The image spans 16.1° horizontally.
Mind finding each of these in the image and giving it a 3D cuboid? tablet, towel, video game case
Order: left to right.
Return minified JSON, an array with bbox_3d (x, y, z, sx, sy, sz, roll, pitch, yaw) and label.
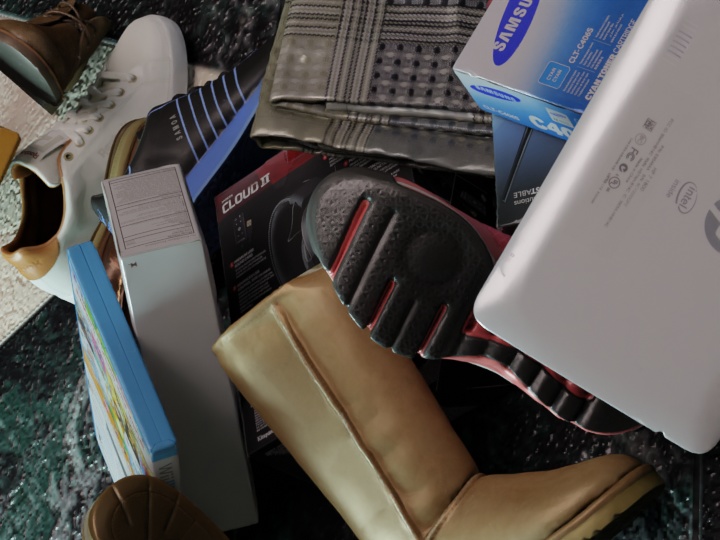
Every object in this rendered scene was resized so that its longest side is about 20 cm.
[{"bbox_3d":[-0.129,0.096,1.451,0.018,0.200,0.143,-18,57,-12],"label":"video game case"},{"bbox_3d":[0.049,-0.144,1.415,0.192,0.035,0.201,8,65,9],"label":"towel"},{"bbox_3d":[0.153,-0.031,1.160,0.130,0.014,0.200,31,100,7],"label":"tablet"}]

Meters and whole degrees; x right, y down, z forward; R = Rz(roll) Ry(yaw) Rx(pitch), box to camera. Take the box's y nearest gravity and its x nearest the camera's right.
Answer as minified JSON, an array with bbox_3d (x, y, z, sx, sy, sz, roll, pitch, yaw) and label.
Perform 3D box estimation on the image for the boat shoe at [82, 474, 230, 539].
[{"bbox_3d":[-0.073,0.192,1.370,0.074,0.200,0.066,-41,4,-25],"label":"boat shoe"}]

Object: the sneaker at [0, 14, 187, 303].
[{"bbox_3d":[-0.175,-0.084,1.662,0.073,0.085,0.201,4,72,48],"label":"sneaker"}]

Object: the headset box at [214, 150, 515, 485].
[{"bbox_3d":[0.000,0.000,1.446,0.149,0.077,0.201,-32,49,29],"label":"headset box"}]

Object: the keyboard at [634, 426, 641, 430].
[{"bbox_3d":[0.148,-0.013,1.352,0.056,0.011,0.201,-29,51,32],"label":"keyboard"}]

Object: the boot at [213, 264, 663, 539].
[{"bbox_3d":[0.034,0.077,1.300,0.175,0.066,0.200,-37,79,25],"label":"boot"}]

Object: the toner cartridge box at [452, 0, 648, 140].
[{"bbox_3d":[0.138,-0.159,1.277,0.095,0.043,0.200,22,75,35],"label":"toner cartridge box"}]

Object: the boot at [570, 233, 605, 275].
[{"bbox_3d":[0.213,-0.034,1.190,0.200,0.175,0.066,-44,23,24],"label":"boot"}]

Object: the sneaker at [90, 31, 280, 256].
[{"bbox_3d":[-0.083,-0.093,1.544,0.078,0.070,0.200,28,71,31],"label":"sneaker"}]

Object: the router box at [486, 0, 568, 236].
[{"bbox_3d":[0.164,-0.092,1.293,0.199,0.062,0.150,-13,60,20],"label":"router box"}]

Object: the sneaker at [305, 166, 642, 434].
[{"bbox_3d":[0.058,0.013,1.253,0.074,0.200,0.087,-57,11,12],"label":"sneaker"}]

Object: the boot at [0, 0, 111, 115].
[{"bbox_3d":[-0.207,-0.153,1.683,0.076,0.074,0.200,-48,3,-2],"label":"boot"}]

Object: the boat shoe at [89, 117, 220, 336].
[{"bbox_3d":[-0.125,-0.012,1.582,0.067,0.072,0.201,-18,56,41],"label":"boat shoe"}]

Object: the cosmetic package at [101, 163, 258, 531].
[{"bbox_3d":[-0.100,0.048,1.436,0.050,0.201,0.083,-12,35,-4],"label":"cosmetic package"}]

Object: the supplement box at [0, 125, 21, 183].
[{"bbox_3d":[-0.275,-0.074,1.705,0.069,0.066,0.200,-67,11,-6],"label":"supplement box"}]
